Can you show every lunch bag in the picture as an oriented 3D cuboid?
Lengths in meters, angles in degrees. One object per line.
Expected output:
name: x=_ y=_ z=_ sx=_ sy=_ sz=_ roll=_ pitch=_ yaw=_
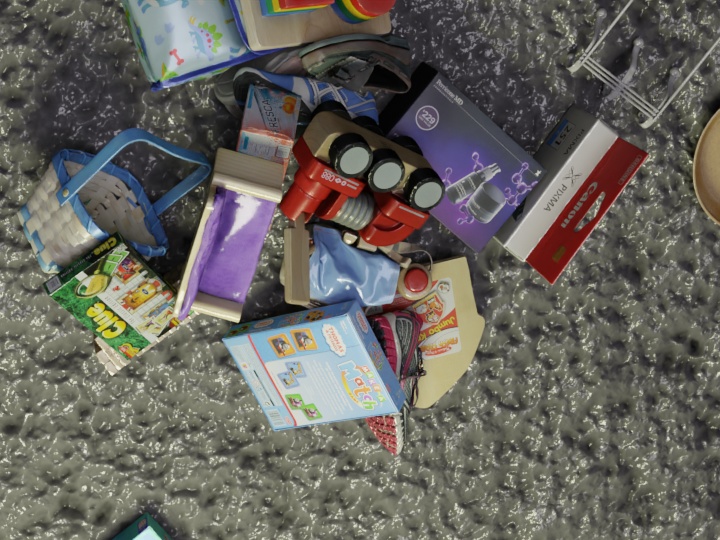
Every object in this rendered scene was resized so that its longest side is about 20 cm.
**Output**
lunch bag: x=-0.168 y=-0.314 z=1.548 sx=0.198 sy=0.127 sz=0.172 roll=-20 pitch=100 yaw=-14

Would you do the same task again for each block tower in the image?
block tower: x=-0.245 y=0.046 z=1.691 sx=0.199 sy=0.058 sz=0.054 roll=-36 pitch=114 yaw=-2

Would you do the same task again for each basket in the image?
basket: x=-0.285 y=-0.082 z=1.568 sx=0.199 sy=0.140 sz=0.176 roll=-33 pitch=158 yaw=16

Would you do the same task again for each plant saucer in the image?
plant saucer: x=0.532 y=-0.151 z=1.835 sx=0.197 sy=0.035 sz=0.203 roll=-4 pitch=108 yaw=-13

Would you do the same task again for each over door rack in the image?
over door rack: x=0.376 y=-0.297 z=1.721 sx=0.147 sy=0.067 sz=0.200 roll=32 pitch=119 yaw=-21

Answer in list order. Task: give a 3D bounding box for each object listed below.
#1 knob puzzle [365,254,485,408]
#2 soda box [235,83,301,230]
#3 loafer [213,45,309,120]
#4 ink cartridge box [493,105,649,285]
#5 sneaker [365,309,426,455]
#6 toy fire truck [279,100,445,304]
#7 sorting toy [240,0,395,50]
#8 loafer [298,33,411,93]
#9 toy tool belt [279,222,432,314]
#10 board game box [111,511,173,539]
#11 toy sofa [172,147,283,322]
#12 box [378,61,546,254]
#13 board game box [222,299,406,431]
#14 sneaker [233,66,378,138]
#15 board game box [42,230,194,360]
knob puzzle: x=0.068 y=0.088 z=1.798 sx=0.216 sy=0.030 sz=0.223 roll=-4 pitch=111 yaw=-11
soda box: x=-0.118 y=-0.129 z=1.592 sx=0.063 sy=0.069 sz=0.201 roll=12 pitch=149 yaw=-7
loafer: x=-0.083 y=-0.255 z=1.634 sx=0.199 sy=0.072 sz=0.063 roll=-35 pitch=141 yaw=3
ink cartridge box: x=0.253 y=-0.099 z=1.705 sx=0.044 sy=0.176 sz=0.201 roll=33 pitch=97 yaw=-22
sneaker: x=0.050 y=0.148 z=1.760 sx=0.074 sy=0.080 sz=0.203 roll=-16 pitch=121 yaw=-29
toy fire truck: x=-0.017 y=-0.063 z=1.573 sx=0.175 sy=0.129 sz=0.201 roll=21 pitch=116 yaw=-36
sorting toy: x=-0.046 y=-0.363 z=1.528 sx=0.197 sy=0.069 sz=0.203 roll=-14 pitch=94 yaw=-38
loafer: x=0.004 y=-0.238 z=1.588 sx=0.071 sy=0.199 sz=0.064 roll=-19 pitch=88 yaw=35
toy tool belt: x=0.000 y=0.000 z=1.677 sx=0.197 sy=0.123 sz=0.127 roll=11 pitch=86 yaw=-6
board game box: x=-0.314 y=0.441 z=1.810 sx=0.199 sy=0.045 sz=0.153 roll=-37 pitch=112 yaw=0
toy sofa: x=-0.151 y=-0.029 z=1.548 sx=0.082 sy=0.098 sz=0.201 roll=14 pitch=129 yaw=-10
box: x=0.113 y=-0.141 z=1.711 sx=0.199 sy=0.079 sz=0.142 roll=38 pitch=93 yaw=-22
board game box: x=-0.059 y=0.123 z=1.712 sx=0.198 sy=0.037 sz=0.153 roll=-11 pitch=117 yaw=34
sneaker: x=-0.064 y=-0.199 z=1.609 sx=0.198 sy=0.075 sz=0.078 roll=21 pitch=61 yaw=-31
board game box: x=-0.276 y=0.033 z=1.576 sx=0.104 sy=0.024 sz=0.200 roll=-33 pitch=150 yaw=2
